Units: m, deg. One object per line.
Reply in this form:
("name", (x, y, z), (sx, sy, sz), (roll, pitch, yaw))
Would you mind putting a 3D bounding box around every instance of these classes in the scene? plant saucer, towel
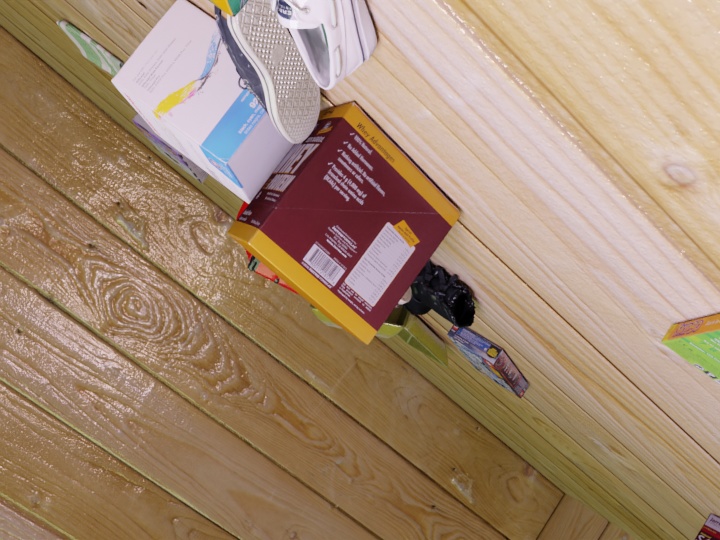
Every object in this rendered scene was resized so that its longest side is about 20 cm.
("plant saucer", (0.139, 0.162, 1.849), (0.199, 0.048, 0.199), (44, 171, -33))
("towel", (-0.617, -0.506, 1.615), (0.198, 0.024, 0.153), (37, 171, 10))
("plant saucer", (0.011, 0.078, 1.414), (0.195, 0.049, 0.200), (11, -157, 10))

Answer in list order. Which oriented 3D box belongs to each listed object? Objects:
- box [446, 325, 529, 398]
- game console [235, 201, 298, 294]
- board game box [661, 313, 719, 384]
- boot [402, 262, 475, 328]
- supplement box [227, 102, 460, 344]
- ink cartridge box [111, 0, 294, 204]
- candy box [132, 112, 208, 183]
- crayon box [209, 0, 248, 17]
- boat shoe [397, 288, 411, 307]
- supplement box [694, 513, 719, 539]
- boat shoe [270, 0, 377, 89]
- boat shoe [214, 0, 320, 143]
("box", (0.285, 0.200, 1.506), (0.136, 0.040, 0.200), (32, 170, 41))
("game console", (-0.117, -0.090, 1.164), (0.170, 0.201, 0.120), (27, -147, -12))
("board game box", (0.348, 0.074, 0.592), (0.095, 0.030, 0.200), (37, 174, 7))
("boot", (0.138, 0.051, 1.224), (0.161, 0.074, 0.199), (33, 166, 36))
("supplement box", (-0.022, -0.060, 0.846), (0.197, 0.201, 0.132), (40, 172, -22))
("ink cartridge box", (-0.188, -0.218, 0.894), (0.198, 0.146, 0.147), (36, 171, 12))
("candy box", (-0.492, -0.339, 1.812), (0.166, 0.072, 0.200), (36, 171, 12))
("crayon box", (-0.148, -0.308, 0.540), (0.118, 0.059, 0.200), (37, 172, 9))
("boat shoe", (0.000, 0.000, 1.122), (0.059, 0.073, 0.199), (-27, 129, 38))
("supplement box", (0.692, 0.595, 1.333), (0.061, 0.201, 0.109), (39, 171, -11))
("boat shoe", (-0.038, -0.217, 0.529), (0.073, 0.067, 0.200), (32, 170, 31))
("boat shoe", (-0.100, -0.224, 0.748), (0.062, 0.075, 0.201), (33, 164, 35))
